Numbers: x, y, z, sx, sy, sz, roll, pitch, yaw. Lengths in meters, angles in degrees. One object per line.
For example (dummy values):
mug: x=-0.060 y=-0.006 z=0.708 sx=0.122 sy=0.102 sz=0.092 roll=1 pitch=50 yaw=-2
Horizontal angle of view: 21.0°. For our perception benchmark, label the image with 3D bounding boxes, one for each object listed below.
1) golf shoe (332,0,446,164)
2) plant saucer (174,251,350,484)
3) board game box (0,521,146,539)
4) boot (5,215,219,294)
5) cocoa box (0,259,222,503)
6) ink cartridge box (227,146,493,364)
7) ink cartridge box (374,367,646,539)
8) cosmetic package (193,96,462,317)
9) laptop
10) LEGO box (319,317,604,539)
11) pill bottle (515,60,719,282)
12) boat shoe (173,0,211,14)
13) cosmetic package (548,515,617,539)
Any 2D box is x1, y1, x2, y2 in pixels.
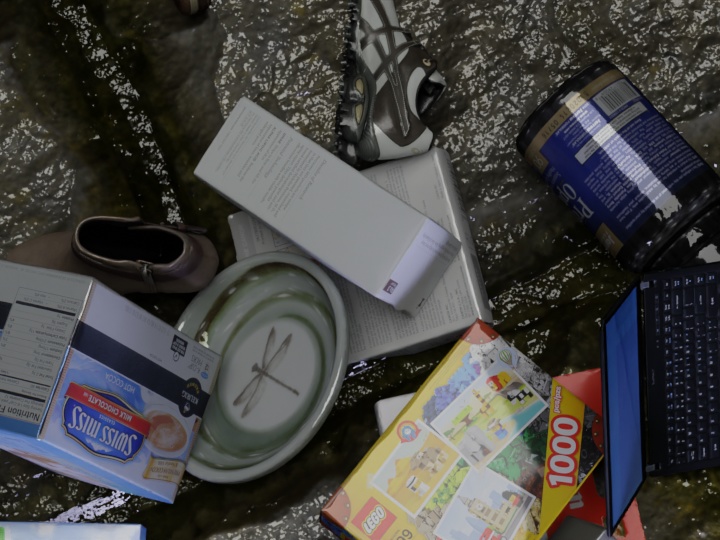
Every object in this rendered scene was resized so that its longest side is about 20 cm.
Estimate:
golf shoe: x=0.028 y=-0.177 z=1.678 sx=0.094 sy=0.078 sz=0.201 roll=4 pitch=63 yaw=-1
plant saucer: x=-0.080 y=0.085 z=1.606 sx=0.199 sy=0.050 sz=0.202 roll=-18 pitch=58 yaw=32
board game box: x=-0.279 y=0.283 z=1.592 sx=0.198 sy=0.037 sz=0.153 roll=1 pitch=75 yaw=1
boot: x=-0.214 y=-0.014 z=1.610 sx=0.198 sy=0.146 sz=0.071 roll=0 pitch=79 yaw=5
cocoa box: x=-0.228 y=0.089 z=1.542 sx=0.133 sy=0.200 sz=0.132 roll=10 pitch=75 yaw=30
ink cartridge box: x=0.000 y=0.000 z=1.666 sx=0.199 sy=0.050 sz=0.162 roll=-18 pitch=75 yaw=16
ink cartridge box: x=0.123 y=0.170 z=1.607 sx=0.198 sy=0.057 sz=0.164 roll=-13 pitch=75 yaw=3
cosmetic package: x=-0.026 y=-0.051 z=1.601 sx=0.199 sy=0.113 sz=0.081 roll=32 pitch=91 yaw=19
laptop: x=0.267 y=0.095 z=1.539 sx=0.198 sy=0.103 sz=0.179 roll=-8 pitch=108 yaw=-13
LEGO box: x=0.086 y=0.165 z=1.547 sx=0.149 sy=0.077 sz=0.200 roll=38 pitch=76 yaw=8
pill bottle: x=0.234 y=-0.071 z=1.634 sx=0.112 sy=0.112 sz=0.200 roll=-39 pitch=77 yaw=-8
boat shoe: x=-0.147 y=-0.327 z=1.732 sx=0.074 sy=0.075 sz=0.204 roll=-10 pitch=75 yaw=-7
cosmetic package: x=0.152 y=0.304 z=1.537 sx=0.107 sy=0.090 sz=0.200 roll=42 pitch=82 yaw=-12
